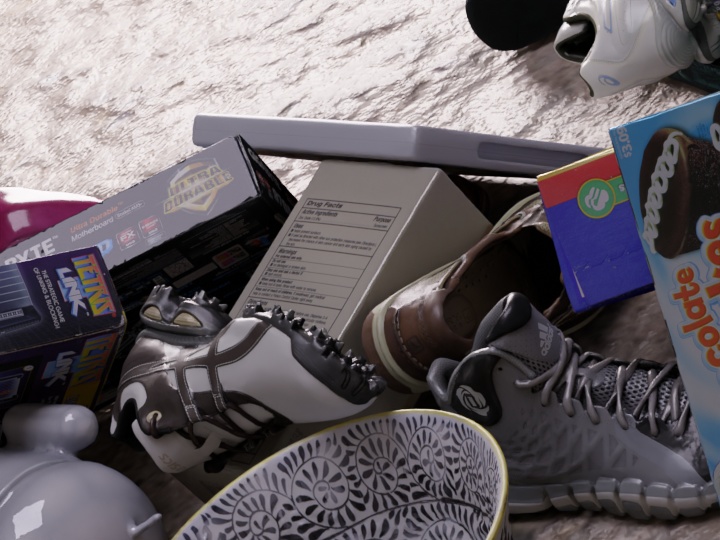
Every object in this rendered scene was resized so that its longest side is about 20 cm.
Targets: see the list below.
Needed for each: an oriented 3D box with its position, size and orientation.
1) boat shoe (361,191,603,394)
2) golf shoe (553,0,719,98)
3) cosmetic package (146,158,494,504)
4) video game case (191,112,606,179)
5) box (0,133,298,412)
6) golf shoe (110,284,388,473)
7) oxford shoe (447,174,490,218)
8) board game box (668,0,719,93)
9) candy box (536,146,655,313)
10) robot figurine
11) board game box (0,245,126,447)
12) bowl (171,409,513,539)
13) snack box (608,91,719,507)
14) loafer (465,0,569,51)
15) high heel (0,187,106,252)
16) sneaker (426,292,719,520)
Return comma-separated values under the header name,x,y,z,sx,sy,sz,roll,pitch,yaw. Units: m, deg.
name,x,y,z,sx,sy,sz,roll,pitch,yaw
boat shoe,0.094,0.003,1.521,0.202,0.075,0.075,-35,1,-38
golf shoe,0.151,-0.171,1.733,0.097,0.078,0.200,-31,26,11
cosmetic package,-0.017,0.041,1.559,0.105,0.071,0.200,9,61,50
video game case,0.032,-0.070,1.676,0.181,0.023,0.200,5,2,-41
box,-0.125,0.009,1.683,0.199,0.159,0.046,-27,65,8
golf shoe,-0.060,0.067,1.456,0.200,0.078,0.095,5,63,60
oxford shoe,0.000,0.000,1.664,0.200,0.071,0.071,-44,28,-28
board game box,0.254,-0.151,1.709,0.135,0.028,0.200,-38,29,-13
candy box,0.198,-0.047,1.448,0.169,0.077,0.200,-19,0,20
robot figurine,-0.179,0.154,1.535,0.200,0.113,0.170,3,83,47
board game box,-0.230,0.072,1.595,0.165,0.200,0.057,-14,65,-25
bowl,-0.001,0.166,1.359,0.200,0.094,0.201,-24,27,13
snack box,0.198,0.013,1.323,0.116,0.201,0.037,-18,-4,23
loafer,0.157,-0.216,1.872,0.199,0.073,0.072,-24,23,11
high heel,-0.132,-0.032,1.774,0.199,0.067,0.096,-18,58,-19
sneaker,0.115,0.059,1.400,0.199,0.116,0.075,-10,33,34
